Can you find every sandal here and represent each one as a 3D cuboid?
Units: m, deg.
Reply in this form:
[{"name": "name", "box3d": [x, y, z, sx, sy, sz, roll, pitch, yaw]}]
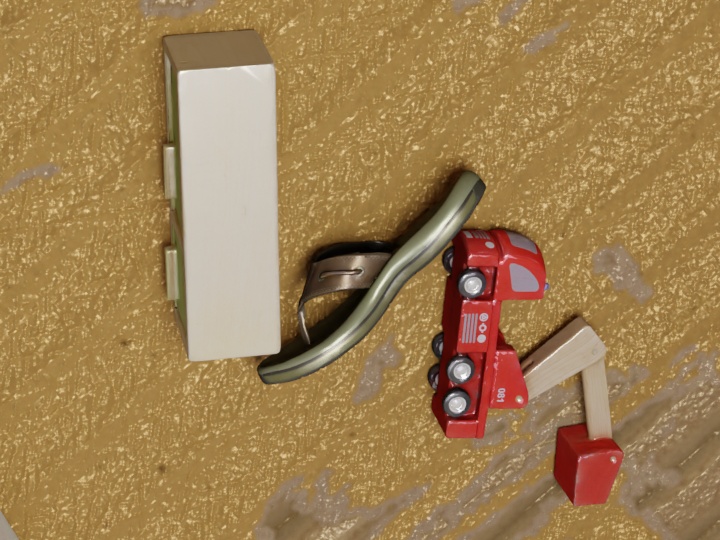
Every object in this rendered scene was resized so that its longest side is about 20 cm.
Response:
[{"name": "sandal", "box3d": [0.001, -0.001, 1.436, 0.057, 0.080, 0.201, 44, 92, -8]}]

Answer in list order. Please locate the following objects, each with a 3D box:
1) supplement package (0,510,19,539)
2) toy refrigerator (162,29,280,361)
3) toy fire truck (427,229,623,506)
[{"name": "supplement package", "box3d": [-0.313, 0.202, 1.372, 0.147, 0.200, 0.192, -27, 116, 0]}, {"name": "toy refrigerator", "box3d": [-0.093, -0.048, 1.384, 0.070, 0.076, 0.201, -6, 115, -11]}, {"name": "toy fire truck", "box3d": [0.122, 0.068, 1.501, 0.140, 0.049, 0.201, 1, 112, -14]}]
